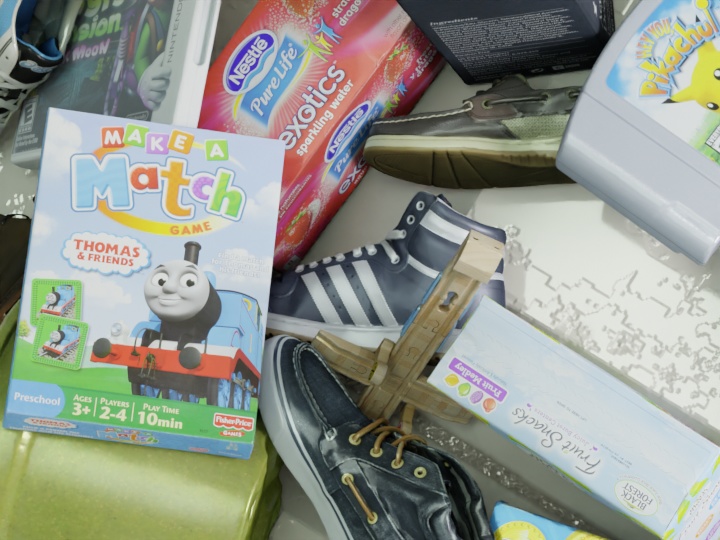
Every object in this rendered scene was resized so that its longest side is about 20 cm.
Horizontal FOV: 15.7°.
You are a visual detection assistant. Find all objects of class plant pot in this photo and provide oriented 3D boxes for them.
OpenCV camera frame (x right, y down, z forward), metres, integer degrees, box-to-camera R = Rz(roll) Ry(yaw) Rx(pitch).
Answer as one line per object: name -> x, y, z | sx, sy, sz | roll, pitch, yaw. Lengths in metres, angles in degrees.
plant pot -> -0.147, 0.133, 1.649 | 0.184, 0.200, 0.201 | 15, 83, 7

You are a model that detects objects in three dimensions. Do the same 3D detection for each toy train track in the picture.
toy train track -> 0.035, 0.051, 1.613 | 0.114, 0.200, 0.033 | 24, 44, -8

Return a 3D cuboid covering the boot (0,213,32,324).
boot -> -0.227, -0.026, 1.754 | 0.097, 0.075, 0.200 | 38, 92, 17

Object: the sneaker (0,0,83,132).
sneaker -> -0.241, -0.138, 1.750 | 0.073, 0.072, 0.200 | 55, 126, 34

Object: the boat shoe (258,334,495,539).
boat shoe -> 0.013, 0.118, 1.604 | 0.091, 0.071, 0.201 | -30, 84, 29

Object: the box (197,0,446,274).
box -> -0.039, -0.109, 1.705 | 0.100, 0.095, 0.200 | 37, 90, 21

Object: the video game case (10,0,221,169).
video game case -> -0.158, -0.165, 1.729 | 0.200, 0.023, 0.182 | -7, 69, 51

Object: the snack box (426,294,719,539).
snack box -> 0.145, 0.099, 1.551 | 0.168, 0.200, 0.068 | 33, 89, 21

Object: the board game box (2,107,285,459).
board game box -> -0.130, 0.007, 1.591 | 0.151, 0.037, 0.201 | 8, 68, -7

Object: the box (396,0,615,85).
box -> 0.089, -0.219, 1.636 | 0.107, 0.200, 0.149 | -7, 77, 15

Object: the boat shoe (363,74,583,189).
boat shoe -> 0.103, -0.093, 1.677 | 0.200, 0.072, 0.066 | 0, 73, 11

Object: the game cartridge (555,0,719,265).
game cartridge -> 0.217, -0.116, 1.628 | 0.133, 0.040, 0.200 | 34, 72, 13

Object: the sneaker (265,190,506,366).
sneaker -> 0.000, 0.000, 1.682 | 0.199, 0.070, 0.109 | 7, 85, 11

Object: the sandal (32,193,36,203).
sandal -> -0.143, 0.021, 1.655 | 0.200, 0.075, 0.048 | 41, 83, 12

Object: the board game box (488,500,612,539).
board game box -> 0.146, 0.266, 1.590 | 0.195, 0.056, 0.201 | 17, 83, 19
